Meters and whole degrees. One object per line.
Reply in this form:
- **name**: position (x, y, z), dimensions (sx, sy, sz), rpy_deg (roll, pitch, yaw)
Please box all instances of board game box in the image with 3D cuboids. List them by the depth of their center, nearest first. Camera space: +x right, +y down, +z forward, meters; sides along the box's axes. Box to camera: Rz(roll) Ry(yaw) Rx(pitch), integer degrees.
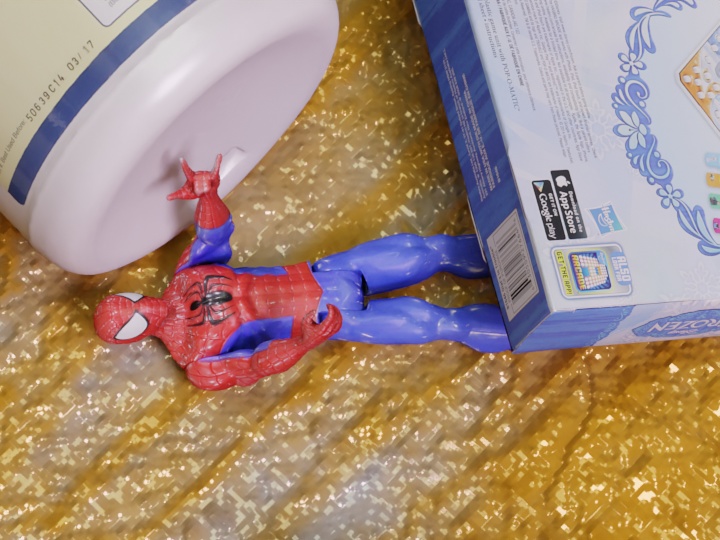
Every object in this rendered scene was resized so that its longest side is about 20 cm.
- **board game box**: position (0.125, -0.073, 1.060), dimensions (0.198, 0.043, 0.201), rpy_deg (-4, 67, -25)

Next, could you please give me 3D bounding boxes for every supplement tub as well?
- **supplement tub**: position (-0.121, -0.114, 1.024), dimensions (0.145, 0.145, 0.200), rpy_deg (-40, 77, -19)

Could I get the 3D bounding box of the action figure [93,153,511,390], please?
- **action figure**: position (0.000, 0.000, 1.020), dimensions (0.199, 0.099, 0.066), rpy_deg (-7, 69, -6)
